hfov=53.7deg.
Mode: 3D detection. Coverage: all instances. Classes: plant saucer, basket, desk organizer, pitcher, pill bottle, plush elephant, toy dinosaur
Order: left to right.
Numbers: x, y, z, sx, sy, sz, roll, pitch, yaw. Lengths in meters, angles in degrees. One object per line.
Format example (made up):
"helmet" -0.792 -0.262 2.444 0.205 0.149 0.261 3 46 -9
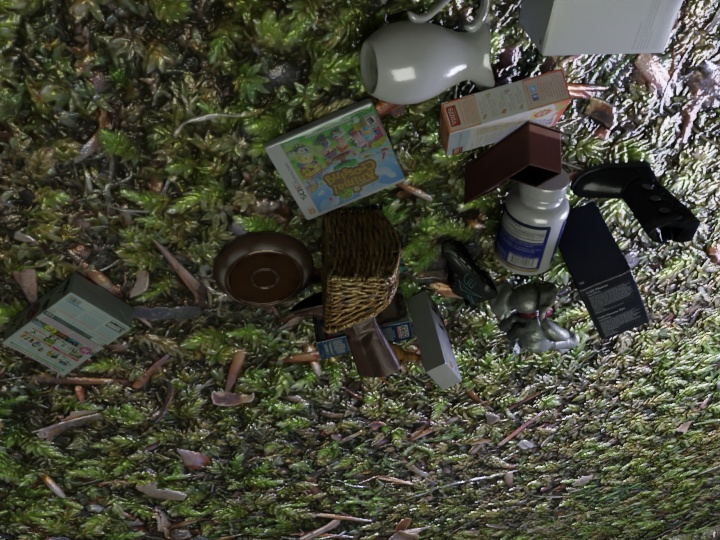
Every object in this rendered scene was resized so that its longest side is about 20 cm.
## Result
"plant saucer" -0.190 0.008 1.407 0.199 0.032 0.201 -6 136 -6
"basket" 0.000 0.000 1.318 0.142 0.200 0.149 0 133 -6
"toy dinosaur" 0.051 0.169 1.471 0.200 0.060 0.106 30 90 -30
"pitcher" 0.105 -0.344 1.078 0.199 0.121 0.172 -12 121 -16
"desk organizer" 0.259 -0.174 1.230 0.071 0.077 0.200 11 161 -22
"plush elephant" 0.371 0.092 1.545 0.200 0.164 0.155 -7 104 -52
"pill bottle" 0.329 -0.100 1.352 0.119 0.120 0.200 -4 134 -9

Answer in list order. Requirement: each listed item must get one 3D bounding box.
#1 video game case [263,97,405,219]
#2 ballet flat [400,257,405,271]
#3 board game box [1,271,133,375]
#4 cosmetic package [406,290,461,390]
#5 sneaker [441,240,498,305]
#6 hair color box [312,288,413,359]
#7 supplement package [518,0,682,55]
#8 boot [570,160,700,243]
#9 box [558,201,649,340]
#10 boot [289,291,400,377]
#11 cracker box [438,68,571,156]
"video game case" -0.041 -0.190 1.251 0.199 0.022 0.182 -21 135 8
"ballet flat" 0.004 0.024 1.442 0.200 0.074 0.074 -39 130 18
"board game box" -0.572 0.108 1.397 0.200 0.064 0.148 -33 131 17
"cosmetic package" 0.154 0.143 1.494 0.051 0.200 0.083 -29 133 17
"sneaker" 0.212 0.014 1.470 0.079 0.076 0.200 -29 133 19
"hair color box" 0.002 0.111 1.500 0.199 0.100 0.061 -13 135 0
"supplement package" 0.357 -0.402 1.064 0.199 0.117 0.118 -5 135 -9
"boot" 0.501 -0.120 1.313 0.164 0.200 0.066 -13 135 1
"box" 0.476 0.001 1.427 0.104 0.200 0.182 -26 134 15
"boot" -0.030 0.138 1.416 0.186 0.064 0.200 -11 114 34
"cracker box" 0.231 -0.258 1.174 0.199 0.058 0.134 -16 173 2
